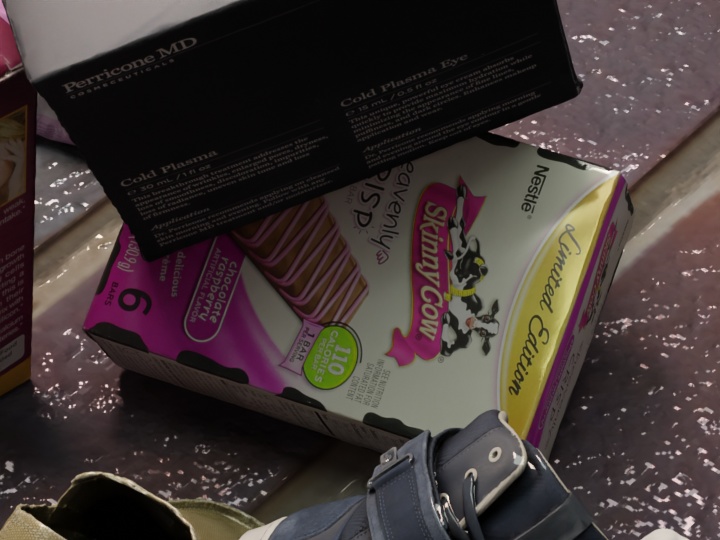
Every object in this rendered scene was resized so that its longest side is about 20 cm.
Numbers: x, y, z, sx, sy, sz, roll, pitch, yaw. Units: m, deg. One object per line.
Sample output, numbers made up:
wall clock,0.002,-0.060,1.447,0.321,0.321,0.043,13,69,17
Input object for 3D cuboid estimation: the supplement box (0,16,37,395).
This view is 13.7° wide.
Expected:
supplement box,-0.211,-0.019,1.221,0.131,0.201,0.103,-30,59,-30

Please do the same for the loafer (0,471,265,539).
loafer,-0.081,0.114,1.127,0.076,0.068,0.200,32,18,18

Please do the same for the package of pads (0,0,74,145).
package of pads,-0.109,-0.140,1.451,0.120,0.076,0.200,19,46,17

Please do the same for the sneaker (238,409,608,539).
sneaker,0.014,0.131,1.045,0.146,0.077,0.203,-26,27,22

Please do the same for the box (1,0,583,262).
box,-0.029,-0.113,1.178,0.199,0.182,0.105,-21,67,1

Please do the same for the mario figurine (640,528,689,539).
mario figurine,0.100,0.175,1.090,0.199,0.106,0.124,-14,46,-17

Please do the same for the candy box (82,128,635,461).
candy box,0.000,0.000,1.264,0.199,0.061,0.137,17,77,15
